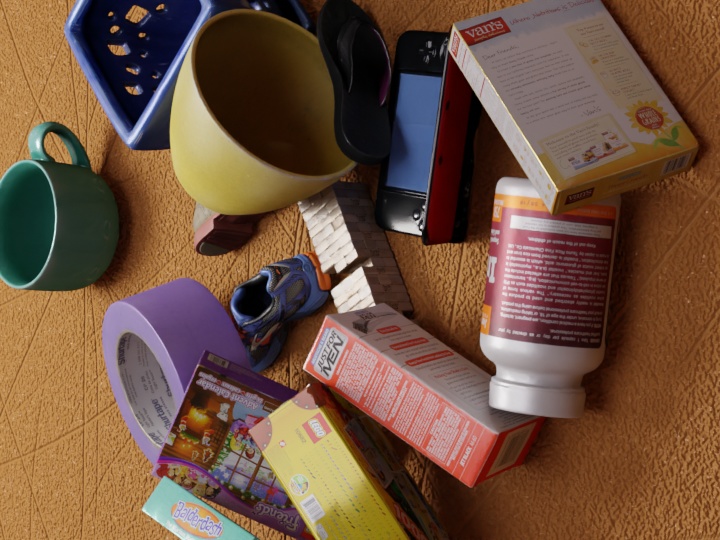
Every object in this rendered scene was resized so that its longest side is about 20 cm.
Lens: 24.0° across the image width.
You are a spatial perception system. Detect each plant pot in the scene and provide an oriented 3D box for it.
[{"bbox_3d":[-0.174,-0.257,1.809,0.201,0.179,0.201,-53,54,29],"label":"plant pot"},{"bbox_3d":[-0.111,-0.135,1.681,0.142,0.198,0.202,-45,57,43],"label":"plant pot"}]

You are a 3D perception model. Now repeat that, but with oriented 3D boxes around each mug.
[{"bbox_3d":[-0.354,-0.065,2.032,0.152,0.114,0.186,46,118,38],"label":"mug"}]

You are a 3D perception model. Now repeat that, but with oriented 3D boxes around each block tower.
[{"bbox_3d":[0.000,0.000,1.703,0.054,0.057,0.202,-38,63,37],"label":"block tower"}]

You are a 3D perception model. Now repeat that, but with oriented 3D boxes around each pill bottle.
[{"bbox_3d":[0.164,0.023,1.487,0.112,0.112,0.203,8,93,46],"label":"pill bottle"}]

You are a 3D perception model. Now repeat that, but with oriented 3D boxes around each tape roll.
[{"bbox_3d":[-0.196,0.115,1.825,0.200,0.084,0.202,36,137,43],"label":"tape roll"}]

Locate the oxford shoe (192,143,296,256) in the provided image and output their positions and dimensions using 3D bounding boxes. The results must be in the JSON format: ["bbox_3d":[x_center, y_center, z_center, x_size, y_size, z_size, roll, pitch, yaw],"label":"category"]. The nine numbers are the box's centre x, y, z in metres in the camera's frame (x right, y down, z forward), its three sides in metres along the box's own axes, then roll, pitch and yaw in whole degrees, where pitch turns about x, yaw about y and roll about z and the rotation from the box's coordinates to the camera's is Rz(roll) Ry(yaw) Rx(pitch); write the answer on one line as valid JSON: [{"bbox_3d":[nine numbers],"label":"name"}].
[{"bbox_3d":[-0.124,-0.096,1.828,0.200,0.070,0.075,-38,55,36],"label":"oxford shoe"}]

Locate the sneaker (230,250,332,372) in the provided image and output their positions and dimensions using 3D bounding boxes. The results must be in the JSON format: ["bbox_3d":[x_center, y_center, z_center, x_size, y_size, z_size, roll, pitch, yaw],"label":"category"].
[{"bbox_3d":[-0.112,0.045,1.795,0.200,0.078,0.076,-50,53,39],"label":"sneaker"}]

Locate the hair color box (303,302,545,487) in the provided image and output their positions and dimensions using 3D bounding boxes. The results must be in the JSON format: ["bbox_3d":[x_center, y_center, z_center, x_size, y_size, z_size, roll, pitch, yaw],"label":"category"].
[{"bbox_3d":[0.059,0.111,1.556,0.199,0.111,0.064,35,111,23],"label":"hair color box"}]

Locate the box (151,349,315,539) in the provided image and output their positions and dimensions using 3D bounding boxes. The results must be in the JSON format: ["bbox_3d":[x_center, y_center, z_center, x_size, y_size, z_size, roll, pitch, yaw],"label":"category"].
[{"bbox_3d":[-0.095,0.183,1.709,0.039,0.198,0.138,-75,9,-68],"label":"box"}]

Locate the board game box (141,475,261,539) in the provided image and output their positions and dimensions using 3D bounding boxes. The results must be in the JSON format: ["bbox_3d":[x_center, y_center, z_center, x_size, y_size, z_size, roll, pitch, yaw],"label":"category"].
[{"bbox_3d":[-0.108,0.292,1.697,0.151,0.200,0.045,26,77,43],"label":"board game box"}]

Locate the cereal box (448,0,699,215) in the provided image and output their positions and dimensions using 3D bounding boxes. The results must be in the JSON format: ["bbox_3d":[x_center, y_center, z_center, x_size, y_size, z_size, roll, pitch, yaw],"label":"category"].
[{"bbox_3d":[0.182,-0.151,1.463,0.040,0.142,0.201,99,148,-54],"label":"cereal box"}]

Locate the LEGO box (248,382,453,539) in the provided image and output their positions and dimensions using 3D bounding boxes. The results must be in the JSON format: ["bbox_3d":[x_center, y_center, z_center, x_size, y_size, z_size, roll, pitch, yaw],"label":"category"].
[{"bbox_3d":[-0.003,0.207,1.577,0.077,0.149,0.201,-35,80,10],"label":"LEGO box"}]

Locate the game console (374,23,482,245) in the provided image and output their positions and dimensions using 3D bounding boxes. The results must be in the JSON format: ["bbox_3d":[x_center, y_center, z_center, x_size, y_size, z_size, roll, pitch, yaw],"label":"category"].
[{"bbox_3d":[0.052,-0.132,1.610,0.171,0.118,0.203,12,96,45],"label":"game console"}]

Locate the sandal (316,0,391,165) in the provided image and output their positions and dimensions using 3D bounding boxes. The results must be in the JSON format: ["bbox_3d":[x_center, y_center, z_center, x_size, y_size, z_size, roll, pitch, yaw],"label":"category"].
[{"bbox_3d":[0.005,-0.197,1.677,0.048,0.075,0.202,-44,45,44],"label":"sandal"}]
